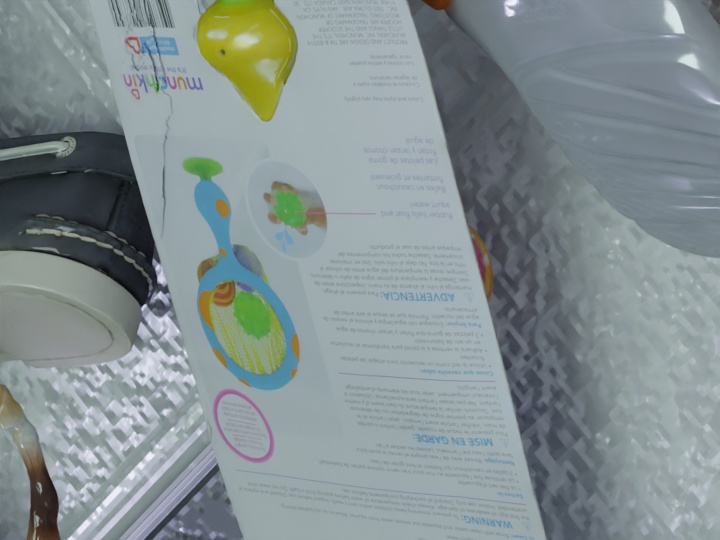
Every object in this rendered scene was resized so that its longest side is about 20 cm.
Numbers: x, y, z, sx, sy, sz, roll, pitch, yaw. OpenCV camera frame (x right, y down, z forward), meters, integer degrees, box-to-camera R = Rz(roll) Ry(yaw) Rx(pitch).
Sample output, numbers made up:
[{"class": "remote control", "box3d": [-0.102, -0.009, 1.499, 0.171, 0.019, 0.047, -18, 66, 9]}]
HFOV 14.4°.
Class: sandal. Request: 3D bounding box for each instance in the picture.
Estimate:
[{"class": "sandal", "box3d": [0.047, -0.093, 0.709, 0.079, 0.059, 0.207, -20, 115, 46]}]

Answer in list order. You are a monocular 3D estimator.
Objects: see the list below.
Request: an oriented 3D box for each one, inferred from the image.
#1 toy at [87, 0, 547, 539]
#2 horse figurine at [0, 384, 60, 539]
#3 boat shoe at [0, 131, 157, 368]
[{"class": "toy", "box3d": [0.000, 0.000, 0.769, 0.115, 0.047, 0.200, 4, 121, 42]}, {"class": "horse figurine", "box3d": [-0.119, 0.130, 0.804, 0.050, 0.200, 0.133, 23, 150, 54]}, {"class": "boat shoe", "box3d": [-0.136, -0.009, 0.875, 0.200, 0.073, 0.063, 0, 63, 41]}]
